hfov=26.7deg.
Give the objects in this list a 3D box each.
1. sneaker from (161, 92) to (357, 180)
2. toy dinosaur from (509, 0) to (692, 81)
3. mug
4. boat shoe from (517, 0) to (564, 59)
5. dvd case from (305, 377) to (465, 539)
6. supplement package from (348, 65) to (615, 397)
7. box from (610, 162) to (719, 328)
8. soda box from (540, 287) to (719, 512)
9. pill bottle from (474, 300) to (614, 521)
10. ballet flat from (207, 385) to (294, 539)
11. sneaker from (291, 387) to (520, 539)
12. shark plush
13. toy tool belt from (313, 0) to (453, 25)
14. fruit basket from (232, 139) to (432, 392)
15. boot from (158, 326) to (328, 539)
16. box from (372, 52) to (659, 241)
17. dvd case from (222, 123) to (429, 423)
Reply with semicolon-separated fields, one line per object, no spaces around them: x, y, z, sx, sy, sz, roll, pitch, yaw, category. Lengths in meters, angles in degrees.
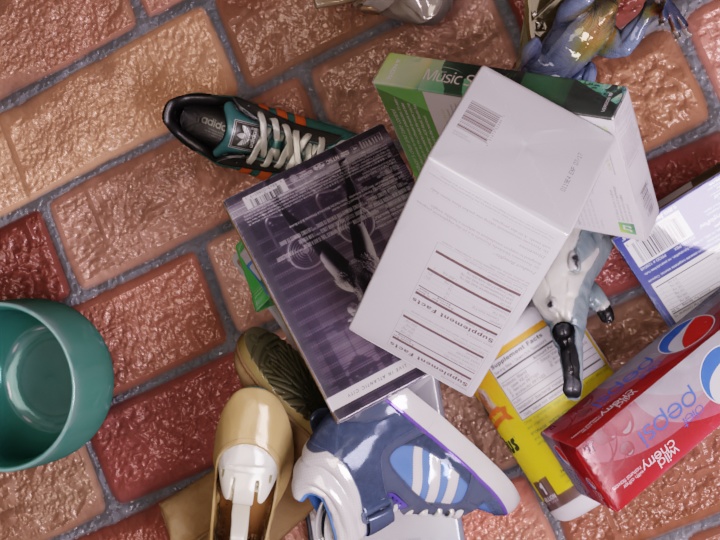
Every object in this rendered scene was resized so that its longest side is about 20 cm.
-0.084;-0.110;1.333;0.198;0.080;0.072;15;95;16;sneaker
0.175;-0.169;1.219;0.105;0.201;0.181;42;133;-15;toy dinosaur
-0.317;0.103;1.391;0.183;0.114;0.154;-3;91;17;mug
0.161;-0.158;1.278;0.072;0.063;0.203;-2;97;4;boat shoe
0.015;0.195;1.342;0.141;0.018;0.202;-10;88;16;dvd case
0.084;-0.024;1.095;0.109;0.114;0.201;29;138;4;supplement package
0.304;0.020;1.224;0.121;0.032;0.201;-32;102;15;box
0.240;0.094;1.160;0.199;0.070;0.064;-37;104;-11;soda box
0.154;0.096;1.251;0.109;0.109;0.201;-35;81;14;pill bottle
-0.093;0.191;1.259;0.068;0.063;0.202;6;122;0;ballet flat
0.028;0.185;1.253;0.147;0.200;0.080;-49;33;-4;sneaker
0.179;0.009;1.202;0.083;0.201;0.091;34;122;-28;shark plush
0.030;-0.310;1.275;0.122;0.125;0.202;12;94;8;toy tool belt
-0.014;0.022;1.281;0.185;0.093;0.201;-43;72;41;fruit basket
-0.105;0.167;1.317;0.199;0.066;0.175;-36;99;26;boot
0.119;-0.094;1.151;0.198;0.145;0.037;12;59;29;box
0.000;0.000;1.207;0.148;0.016;0.201;-26;78;-11;dvd case
